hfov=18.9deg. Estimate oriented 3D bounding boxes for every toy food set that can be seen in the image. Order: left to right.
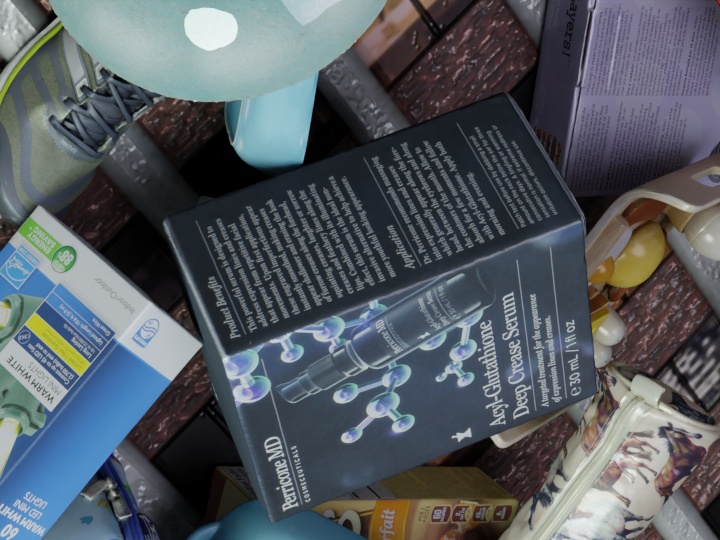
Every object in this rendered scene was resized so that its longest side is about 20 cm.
[{"bbox_3d":[0.162,0.017,1.308,0.200,0.060,0.143,-55,164,27],"label":"toy food set"}]

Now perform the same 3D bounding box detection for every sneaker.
[{"bbox_3d":[-0.128,-0.107,1.134,0.074,0.081,0.201,32,91,-36],"label":"sneaker"}]

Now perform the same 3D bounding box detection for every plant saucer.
[{"bbox_3d":[-0.073,-0.186,1.079,0.201,0.201,0.039,-56,169,0],"label":"plant saucer"}]

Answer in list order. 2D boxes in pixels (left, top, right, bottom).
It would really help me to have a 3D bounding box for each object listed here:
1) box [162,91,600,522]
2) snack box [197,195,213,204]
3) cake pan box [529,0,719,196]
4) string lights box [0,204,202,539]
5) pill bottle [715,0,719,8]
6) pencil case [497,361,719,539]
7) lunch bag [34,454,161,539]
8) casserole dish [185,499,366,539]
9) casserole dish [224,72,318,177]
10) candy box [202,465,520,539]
[{"bbox_3d":[0.014,0.020,1.153,0.199,0.107,0.149,-21,140,-7],"label":"box"},{"bbox_3d":[0.000,0.000,1.264,0.199,0.072,0.024,16,102,-36],"label":"snack box"},{"bbox_3d":[0.198,-0.146,1.344,0.183,0.052,0.201,-5,112,-33],"label":"cake pan box"},{"bbox_3d":[-0.186,0.078,1.115,0.200,0.103,0.059,-51,145,-3],"label":"string lights box"},{"bbox_3d":[0.249,-0.194,1.258,0.112,0.112,0.200,-46,125,-8],"label":"pill bottle"},{"bbox_3d":[0.135,0.146,1.312,0.200,0.078,0.089,-57,160,16],"label":"pencil case"},{"bbox_3d":[-0.150,0.202,1.197,0.082,0.161,0.201,-13,119,-16],"label":"lunch bag"},{"bbox_3d":[-0.021,0.215,1.259,0.199,0.039,0.121,30,106,-19],"label":"casserole dish"},{"bbox_3d":[-0.042,-0.141,1.159,0.039,0.121,0.201,7,107,-11],"label":"casserole dish"},{"bbox_3d":[-0.006,0.184,1.345,0.199,0.055,0.116,3,108,-34],"label":"candy box"}]
